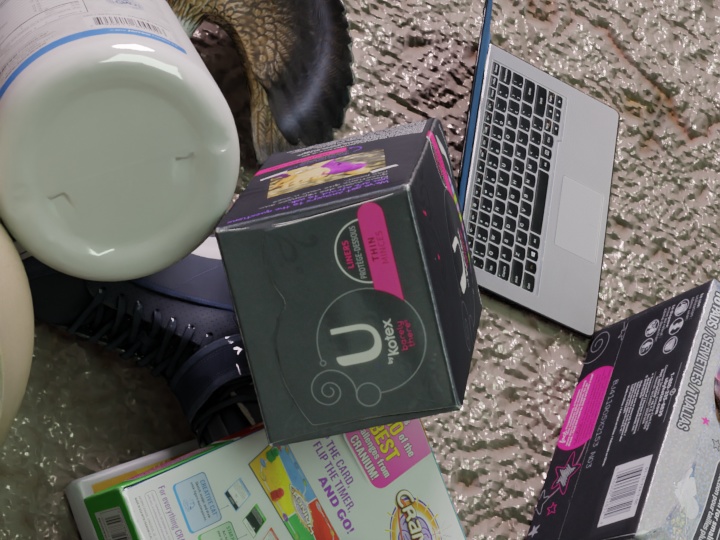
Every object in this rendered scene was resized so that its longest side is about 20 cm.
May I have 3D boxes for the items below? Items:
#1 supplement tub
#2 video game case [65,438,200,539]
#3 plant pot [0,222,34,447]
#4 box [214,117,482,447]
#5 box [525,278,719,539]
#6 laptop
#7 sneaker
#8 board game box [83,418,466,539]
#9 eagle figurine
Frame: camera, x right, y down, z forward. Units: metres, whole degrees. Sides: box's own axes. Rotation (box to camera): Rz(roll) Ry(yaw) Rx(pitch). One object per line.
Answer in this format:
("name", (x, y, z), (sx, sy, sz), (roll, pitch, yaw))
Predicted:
("supplement tub", (-0.145, -0.089, 1.077), (0.132, 0.200, 0.132), (-6, 113, -13))
("video game case", (-0.058, 0.182, 1.172), (0.200, 0.023, 0.182), (-16, 83, -37))
("plant pot", (-0.246, 0.022, 1.009), (0.200, 0.200, 0.134), (56, 21, -5))
("box", (0.000, 0.000, 1.075), (0.200, 0.106, 0.122), (-67, 144, -74))
("box", (0.210, 0.130, 1.311), (0.115, 0.132, 0.200), (34, 57, -19))
("laptop", (0.124, -0.085, 1.340), (0.200, 0.116, 0.188), (24, 61, -26))
("sneaker", (-0.112, 0.048, 1.130), (0.202, 0.077, 0.146), (5, 55, -35))
("board game box", (-0.033, 0.155, 1.067), (0.200, 0.040, 0.153), (-20, 90, -39))
("eagle figurine", (-0.075, -0.164, 1.224), (0.200, 0.151, 0.152), (40, 35, -4))
